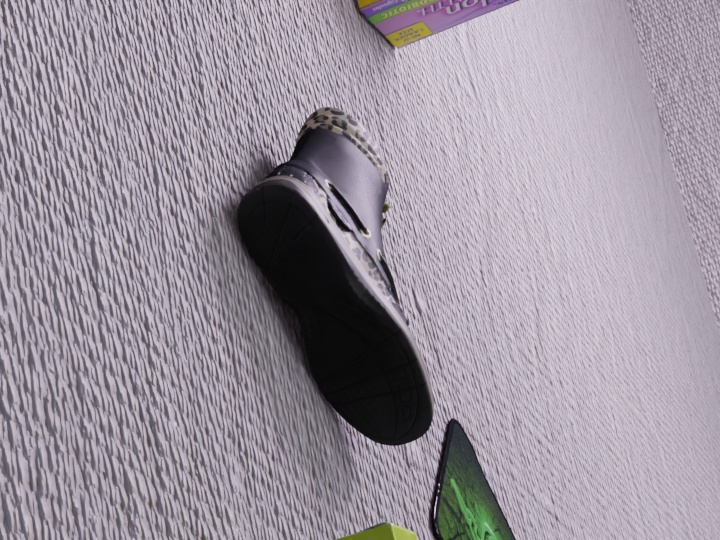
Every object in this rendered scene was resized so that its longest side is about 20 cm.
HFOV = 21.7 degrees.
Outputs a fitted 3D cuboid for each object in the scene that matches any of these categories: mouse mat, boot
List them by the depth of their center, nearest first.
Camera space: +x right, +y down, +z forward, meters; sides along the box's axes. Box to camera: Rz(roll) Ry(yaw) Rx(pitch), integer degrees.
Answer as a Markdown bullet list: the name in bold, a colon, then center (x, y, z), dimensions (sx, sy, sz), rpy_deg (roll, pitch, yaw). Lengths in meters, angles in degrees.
- **boot**: center (0.001, -0.001, 1.245), dimensions (0.204, 0.073, 0.154), rpy_deg (60, 24, -20)
- **mouse mat**: center (0.102, 0.227, 1.430), dimensions (0.161, 0.008, 0.200), rpy_deg (-73, 141, -63)

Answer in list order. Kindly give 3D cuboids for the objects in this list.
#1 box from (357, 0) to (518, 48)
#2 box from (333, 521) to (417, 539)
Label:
- **box**: center (0.073, -0.329, 1.669), dimensions (0.097, 0.176, 0.200), rpy_deg (34, 40, -63)
- **box**: center (-0.011, 0.231, 0.881), dimensions (0.048, 0.122, 0.200), rpy_deg (35, 38, -64)
